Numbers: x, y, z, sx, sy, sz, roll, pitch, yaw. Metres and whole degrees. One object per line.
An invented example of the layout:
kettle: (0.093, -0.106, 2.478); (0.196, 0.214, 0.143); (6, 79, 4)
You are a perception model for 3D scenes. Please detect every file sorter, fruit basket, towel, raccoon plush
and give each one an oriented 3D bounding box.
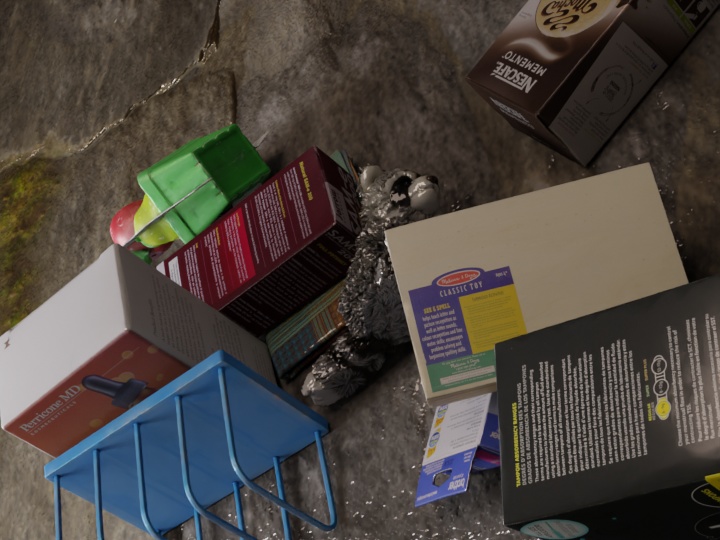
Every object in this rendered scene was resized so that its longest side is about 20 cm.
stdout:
file sorter: (-0.138, 0.187, 1.299); (0.200, 0.139, 0.123); (-33, 43, 21)
fruit basket: (-0.185, -0.051, 1.564); (0.200, 0.094, 0.185); (-42, 2, 28)
towel: (-0.041, -0.007, 1.462); (0.147, 0.022, 0.200); (-40, 40, 15)
raccoon plush: (0.000, 0.000, 1.338); (0.200, 0.097, 0.134); (-37, 45, 15)

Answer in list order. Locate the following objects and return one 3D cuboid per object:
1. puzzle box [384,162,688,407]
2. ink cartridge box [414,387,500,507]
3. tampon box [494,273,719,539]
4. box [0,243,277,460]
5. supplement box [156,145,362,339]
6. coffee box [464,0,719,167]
puzzle box: (0.127, 0.009, 1.125); (0.200, 0.025, 0.133); (-14, 69, 2)
ink cartridge box: (0.096, 0.080, 1.181); (0.119, 0.042, 0.200); (142, 148, -67)
tampon box: (0.207, 0.099, 0.996); (0.200, 0.150, 0.127); (-20, 59, 35)
box: (-0.189, 0.099, 1.369); (0.152, 0.200, 0.106); (-37, 42, 19)
supplement box: (-0.090, -0.010, 1.446); (0.200, 0.061, 0.109); (-36, 42, 20)
coffee box: (0.198, -0.199, 1.330); (0.200, 0.080, 0.113); (-51, 38, -1)
